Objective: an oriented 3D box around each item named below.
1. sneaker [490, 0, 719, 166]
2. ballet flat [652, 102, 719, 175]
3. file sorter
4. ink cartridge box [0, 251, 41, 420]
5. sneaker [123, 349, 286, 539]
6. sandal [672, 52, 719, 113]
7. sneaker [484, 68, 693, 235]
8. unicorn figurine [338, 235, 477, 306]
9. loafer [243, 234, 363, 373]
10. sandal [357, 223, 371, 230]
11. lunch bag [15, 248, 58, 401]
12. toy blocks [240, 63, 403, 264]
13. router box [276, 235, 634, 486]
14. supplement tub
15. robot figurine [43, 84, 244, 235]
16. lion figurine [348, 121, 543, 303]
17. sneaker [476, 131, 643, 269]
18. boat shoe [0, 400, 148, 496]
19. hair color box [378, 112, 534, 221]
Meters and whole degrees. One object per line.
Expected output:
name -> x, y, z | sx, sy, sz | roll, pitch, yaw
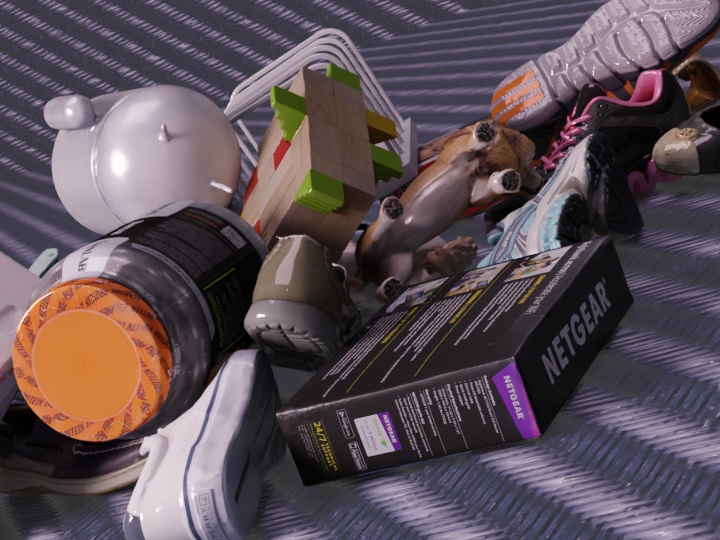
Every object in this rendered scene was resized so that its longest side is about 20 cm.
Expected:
sneaker -> 0.209, -0.147, 1.472 | 0.200, 0.112, 0.078 | -27, 48, 17
ballet flat -> 0.302, -0.124, 1.348 | 0.200, 0.057, 0.067 | -24, 41, -6
file sorter -> -0.042, -0.115, 1.574 | 0.139, 0.125, 0.200 | -33, 12, 10
ink cartridge box -> -0.286, 0.094, 1.186 | 0.200, 0.084, 0.146 | -57, 0, 26
sneaker -> -0.090, 0.099, 1.060 | 0.071, 0.073, 0.200 | -11, 15, 11
sandal -> 0.280, -0.154, 1.600 | 0.069, 0.078, 0.212 | 11, 25, 7
sneaker -> 0.169, -0.088, 1.380 | 0.200, 0.096, 0.079 | -28, 15, -20
unicorn figurine -> 0.000, 0.000, 1.386 | 0.199, 0.074, 0.137 | 5, 27, 26
loafer -> -0.028, 0.024, 1.156 | 0.075, 0.070, 0.200 | 10, -11, 3
sandal -> -0.007, -0.018, 1.526 | 0.075, 0.045, 0.200 | -32, 14, -31
lunch bag -> -0.201, 0.042, 1.384 | 0.199, 0.122, 0.170 | -13, 7, -10
toy blocks -> -0.047, -0.048, 1.319 | 0.137, 0.100, 0.200 | -59, 20, 27
router box -> 0.059, 0.049, 1.061 | 0.149, 0.051, 0.200 | -15, 14, 28
supplement tub -> -0.134, 0.032, 1.165 | 0.122, 0.123, 0.200 | -19, 7, 19
robot figurine -> -0.161, -0.081, 1.394 | 0.200, 0.169, 0.113 | 2, 65, 62
lion figurine -> 0.047, -0.040, 1.276 | 0.200, 0.073, 0.122 | -34, 2, -14
sneaker -> 0.130, -0.034, 1.251 | 0.086, 0.078, 0.200 | -21, 11, 27
boat shoe -> -0.189, 0.110, 1.235 | 0.200, 0.065, 0.072 | -10, 15, 46
hair color box -> 0.115, -0.099, 1.620 | 0.200, 0.061, 0.102 | -26, 12, -8
